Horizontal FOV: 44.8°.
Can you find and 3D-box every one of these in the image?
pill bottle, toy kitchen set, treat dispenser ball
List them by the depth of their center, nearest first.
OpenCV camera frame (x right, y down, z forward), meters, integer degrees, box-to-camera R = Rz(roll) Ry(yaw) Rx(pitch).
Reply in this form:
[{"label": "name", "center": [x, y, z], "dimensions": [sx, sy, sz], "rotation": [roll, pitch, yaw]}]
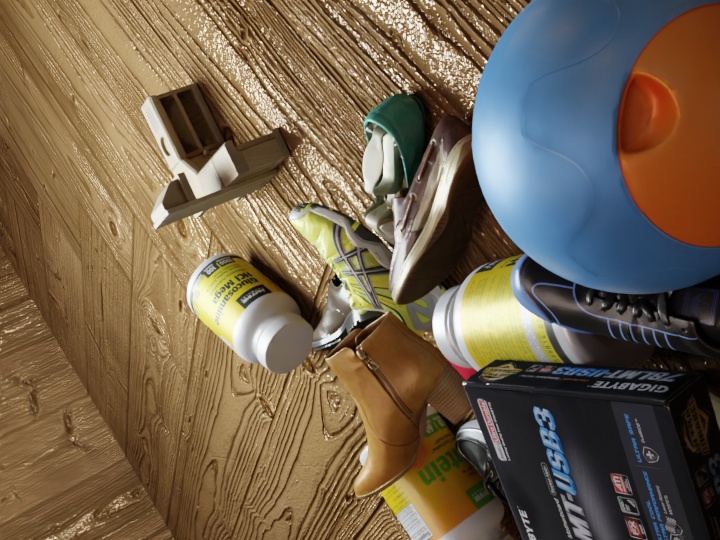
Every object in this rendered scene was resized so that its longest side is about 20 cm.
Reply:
[{"label": "treat dispenser ball", "center": [0.168, -0.086, 0.534], "dimensions": [0.201, 0.200, 0.202], "rotation": [38, 142, 38]}, {"label": "pill bottle", "center": [0.150, 0.040, 0.757], "dimensions": [0.200, 0.111, 0.112], "rotation": [-17, 99, 60]}, {"label": "pill bottle", "center": [0.097, 0.270, 1.022], "dimensions": [0.200, 0.111, 0.111], "rotation": [54, 149, 17]}, {"label": "toy kitchen set", "center": [-0.230, -0.168, 1.151], "dimensions": [0.200, 0.163, 0.181], "rotation": [-26, 90, 60]}, {"label": "pill bottle", "center": [-0.158, 0.063, 1.270], "dimensions": [0.200, 0.112, 0.113], "rotation": [34, 140, 40]}]

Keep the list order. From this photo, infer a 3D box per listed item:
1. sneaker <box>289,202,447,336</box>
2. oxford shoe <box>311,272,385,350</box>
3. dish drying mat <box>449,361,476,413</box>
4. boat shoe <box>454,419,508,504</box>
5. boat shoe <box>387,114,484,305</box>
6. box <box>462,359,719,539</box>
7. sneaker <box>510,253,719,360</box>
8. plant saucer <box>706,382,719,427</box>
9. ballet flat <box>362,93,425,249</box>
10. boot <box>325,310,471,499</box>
[{"label": "sneaker", "center": [0.000, 0.000, 0.931], "dimensions": [0.200, 0.077, 0.075], "rotation": [36, 177, 9]}, {"label": "oxford shoe", "center": [-0.014, 0.048, 1.086], "dimensions": [0.200, 0.072, 0.085], "rotation": [-43, 59, 58]}, {"label": "dish drying mat", "center": [0.141, 0.145, 0.897], "dimensions": [0.200, 0.018, 0.077], "rotation": [62, 148, 31]}, {"label": "boat shoe", "center": [0.164, 0.219, 0.930], "dimensions": [0.200, 0.056, 0.069], "rotation": [22, 131, 50]}, {"label": "boat shoe", "center": [0.065, -0.057, 0.845], "dimensions": [0.072, 0.072, 0.201], "rotation": [48, 136, 32]}, {"label": "box", "center": [0.186, 0.167, 0.659], "dimensions": [0.198, 0.050, 0.201], "rotation": [-3, 111, 55]}, {"label": "sneaker", "center": [0.204, 0.018, 0.604], "dimensions": [0.199, 0.070, 0.078], "rotation": [13, 172, 10]}, {"label": "plant saucer", "center": [0.286, 0.172, 0.728], "dimensions": [0.200, 0.029, 0.201], "rotation": [37, 141, 39]}, {"label": "ballet flat", "center": [0.031, -0.081, 0.894], "dimensions": [0.067, 0.070, 0.201], "rotation": [31, 138, 43]}, {"label": "boot", "center": [0.015, 0.142, 0.935], "dimensions": [0.144, 0.071, 0.201], "rotation": [40, 116, -4]}]
